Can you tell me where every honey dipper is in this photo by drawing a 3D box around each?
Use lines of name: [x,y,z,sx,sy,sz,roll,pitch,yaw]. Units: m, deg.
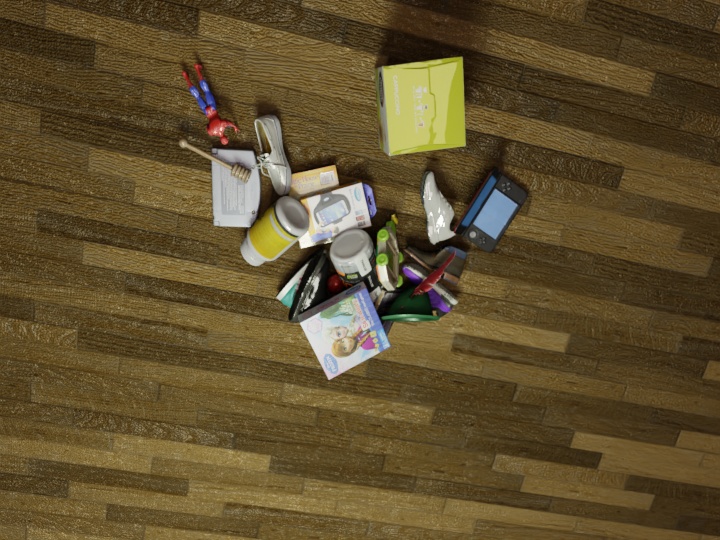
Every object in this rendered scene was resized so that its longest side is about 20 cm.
honey dipper: [-0.374,-0.286,1.446,0.195,0.038,0.039,28,104,-10]

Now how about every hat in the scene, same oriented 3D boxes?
hat: [0.145,0.045,1.554,0.192,0.165,0.183,2,82,-13]

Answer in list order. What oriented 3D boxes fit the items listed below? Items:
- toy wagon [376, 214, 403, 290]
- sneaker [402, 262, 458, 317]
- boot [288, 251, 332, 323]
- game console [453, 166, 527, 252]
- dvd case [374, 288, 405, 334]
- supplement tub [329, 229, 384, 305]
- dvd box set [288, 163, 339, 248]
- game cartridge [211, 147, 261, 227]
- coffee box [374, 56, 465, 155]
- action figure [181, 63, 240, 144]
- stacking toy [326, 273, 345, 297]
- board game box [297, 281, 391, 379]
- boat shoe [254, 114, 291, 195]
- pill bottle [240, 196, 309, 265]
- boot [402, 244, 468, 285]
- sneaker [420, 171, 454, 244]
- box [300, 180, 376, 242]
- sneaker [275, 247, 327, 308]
toy wagon: [0.079,-0.054,1.537,0.038,0.155,0.207,-6,65,18]
sneaker: [0.183,0.067,1.619,0.198,0.070,0.100,38,103,-14]
boot: [-0.090,0.068,1.513,0.154,0.080,0.216,20,107,-20]
game console: [0.358,-0.159,1.538,0.169,0.119,0.203,30,103,-13]
dvd case: [0.059,0.145,1.605,0.016,0.147,0.205,30,105,27]
supplement tub: [0.000,0.000,1.530,0.119,0.124,0.203,-23,132,3]
dvd box set: [-0.118,-0.175,1.539,0.141,0.030,0.207,-12,108,-1]
game cartridge: [-0.330,-0.220,1.506,0.128,0.041,0.208,3,107,-2]
coffee box: [0.143,-0.410,1.400,0.192,0.199,0.207,-7,108,-2]
action figure: [-0.375,-0.409,1.435,0.064,0.099,0.205,-25,86,7]
stacking toy: [-0.040,0.105,1.615,0.083,0.086,0.206,-21,101,3]
board game box: [-0.040,0.162,1.498,0.195,0.041,0.204,-27,118,-3]
boat shoe: [-0.236,-0.291,1.452,0.073,0.085,0.210,6,111,40]
pill bottle: [-0.231,-0.097,1.486,0.112,0.113,0.198,45,125,-15]
boot: [0.215,-0.046,1.593,0.196,0.075,0.099,29,93,-22]
sneaker: [0.211,-0.176,1.544,0.084,0.075,0.206,-12,116,6]
box: [-0.055,-0.161,1.512,0.193,0.042,0.123,-15,109,1]
sneaker: [-0.134,0.043,1.576,0.120,0.084,0.200,42,108,-10]
